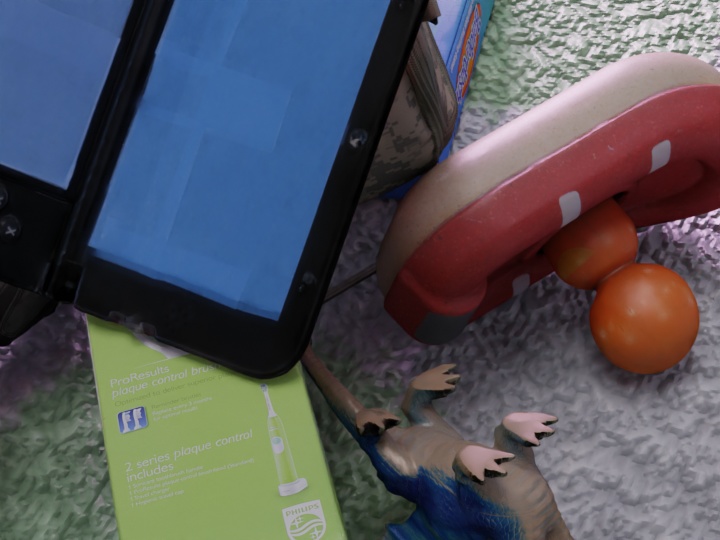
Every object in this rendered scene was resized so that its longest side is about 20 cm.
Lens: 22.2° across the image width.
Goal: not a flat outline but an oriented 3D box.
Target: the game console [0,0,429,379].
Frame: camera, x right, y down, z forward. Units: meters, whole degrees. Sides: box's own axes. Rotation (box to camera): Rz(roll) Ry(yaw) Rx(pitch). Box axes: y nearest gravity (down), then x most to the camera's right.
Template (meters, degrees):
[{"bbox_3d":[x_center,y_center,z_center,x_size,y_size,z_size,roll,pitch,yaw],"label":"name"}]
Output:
[{"bbox_3d":[-0.089,-0.083,0.699,0.118,0.172,0.201,16,86,54],"label":"game console"}]

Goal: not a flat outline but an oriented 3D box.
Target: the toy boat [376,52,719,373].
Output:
[{"bbox_3d":[0.114,-0.011,0.870,0.199,0.131,0.131,-30,78,-17],"label":"toy boat"}]

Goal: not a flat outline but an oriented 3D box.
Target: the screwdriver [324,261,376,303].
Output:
[{"bbox_3d":[0.000,0.000,0.922,0.199,0.029,0.028,-27,46,-22],"label":"screwdriver"}]

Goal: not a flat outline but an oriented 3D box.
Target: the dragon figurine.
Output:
[{"bbox_3d":[0.037,0.099,0.784,0.199,0.100,0.059,20,39,35],"label":"dragon figurine"}]

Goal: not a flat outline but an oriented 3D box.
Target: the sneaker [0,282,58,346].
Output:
[{"bbox_3d":[-0.176,-0.024,0.958,0.066,0.091,0.200,28,20,-15],"label":"sneaker"}]

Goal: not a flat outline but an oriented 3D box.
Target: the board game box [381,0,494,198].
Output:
[{"bbox_3d":[-0.011,-0.126,1.043,0.151,0.045,0.201,4,48,17],"label":"board game box"}]

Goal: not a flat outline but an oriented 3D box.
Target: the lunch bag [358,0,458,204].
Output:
[{"bbox_3d":[-0.058,-0.083,0.845,0.199,0.168,0.140,-22,89,3],"label":"lunch bag"}]

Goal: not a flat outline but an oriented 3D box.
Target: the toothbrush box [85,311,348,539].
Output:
[{"bbox_3d":[-0.054,0.092,0.764,0.086,0.146,0.201,-14,45,-2],"label":"toothbrush box"}]
